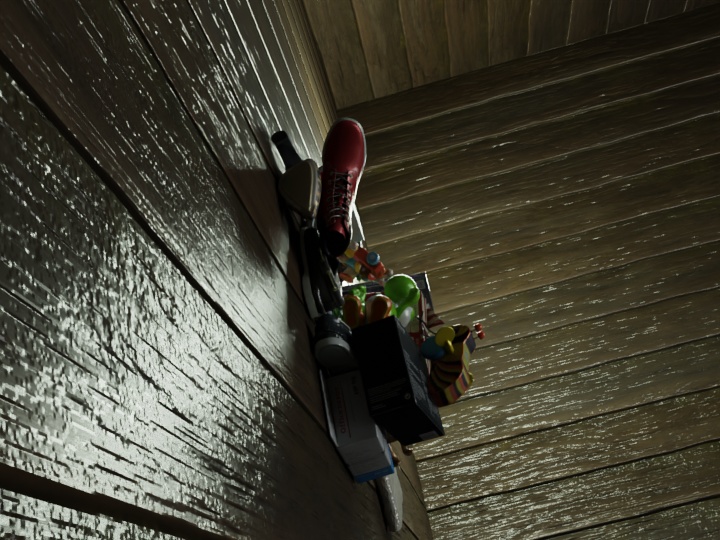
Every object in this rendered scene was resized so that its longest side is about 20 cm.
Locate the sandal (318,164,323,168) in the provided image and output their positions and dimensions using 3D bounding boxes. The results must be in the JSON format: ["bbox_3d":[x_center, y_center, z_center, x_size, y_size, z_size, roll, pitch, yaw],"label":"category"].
[{"bbox_3d":[-0.066,-0.119,1.662,0.045,0.074,0.203,53,31,-77],"label":"sandal"}]

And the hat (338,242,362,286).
[{"bbox_3d":[-0.033,-0.041,1.774,0.201,0.080,0.204,-15,90,-86],"label":"hat"}]

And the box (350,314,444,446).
[{"bbox_3d":[0.061,0.176,1.254,0.200,0.078,0.143,54,22,-60],"label":"box"}]

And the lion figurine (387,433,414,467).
[{"bbox_3d":[0.033,0.277,1.439,0.199,0.072,0.124,-19,-82,58],"label":"lion figurine"}]

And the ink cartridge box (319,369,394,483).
[{"bbox_3d":[-0.004,0.235,1.247,0.201,0.066,0.117,70,6,-56],"label":"ink cartridge box"}]

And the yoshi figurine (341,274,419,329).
[{"bbox_3d":[0.045,0.052,1.418,0.113,0.112,0.199,52,18,15],"label":"yoshi figurine"}]

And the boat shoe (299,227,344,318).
[{"bbox_3d":[-0.062,-0.004,1.312,0.203,0.060,0.072,-100,174,-49],"label":"boat shoe"}]

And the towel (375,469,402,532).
[{"bbox_3d":[0.057,0.442,1.678,0.200,0.034,0.134,-52,126,-84],"label":"towel"}]

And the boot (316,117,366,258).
[{"bbox_3d":[-0.029,-0.127,1.262,0.145,0.071,0.203,-98,-163,-66],"label":"boot"}]

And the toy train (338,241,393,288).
[{"bbox_3d":[0.000,0.000,1.549,0.150,0.056,0.200,40,-9,19],"label":"toy train"}]

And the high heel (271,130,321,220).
[{"bbox_3d":[-0.084,-0.120,1.310,0.143,0.071,0.201,62,4,-49],"label":"high heel"}]

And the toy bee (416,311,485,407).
[{"bbox_3d":[0.153,0.126,1.332,0.131,0.107,0.202,55,19,-53],"label":"toy bee"}]

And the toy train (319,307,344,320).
[{"bbox_3d":[-0.042,0.110,1.384,0.201,0.041,0.057,72,16,-52],"label":"toy train"}]

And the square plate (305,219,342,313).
[{"bbox_3d":[-0.070,-0.018,1.516,0.199,0.028,0.202,-94,169,-68],"label":"square plate"}]

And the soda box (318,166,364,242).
[{"bbox_3d":[-0.045,-0.119,1.531,0.200,0.067,0.064,68,8,-63],"label":"soda box"}]

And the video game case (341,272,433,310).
[{"bbox_3d":[0.052,0.064,1.737,0.143,0.197,0.019,71,13,-55],"label":"video game case"}]

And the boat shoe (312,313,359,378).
[{"bbox_3d":[-0.023,0.137,1.268,0.201,0.074,0.061,72,11,-55],"label":"boat shoe"}]

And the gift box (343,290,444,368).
[{"bbox_3d":[0.069,0.141,1.621,0.187,0.197,0.188,57,35,-79],"label":"gift box"}]
